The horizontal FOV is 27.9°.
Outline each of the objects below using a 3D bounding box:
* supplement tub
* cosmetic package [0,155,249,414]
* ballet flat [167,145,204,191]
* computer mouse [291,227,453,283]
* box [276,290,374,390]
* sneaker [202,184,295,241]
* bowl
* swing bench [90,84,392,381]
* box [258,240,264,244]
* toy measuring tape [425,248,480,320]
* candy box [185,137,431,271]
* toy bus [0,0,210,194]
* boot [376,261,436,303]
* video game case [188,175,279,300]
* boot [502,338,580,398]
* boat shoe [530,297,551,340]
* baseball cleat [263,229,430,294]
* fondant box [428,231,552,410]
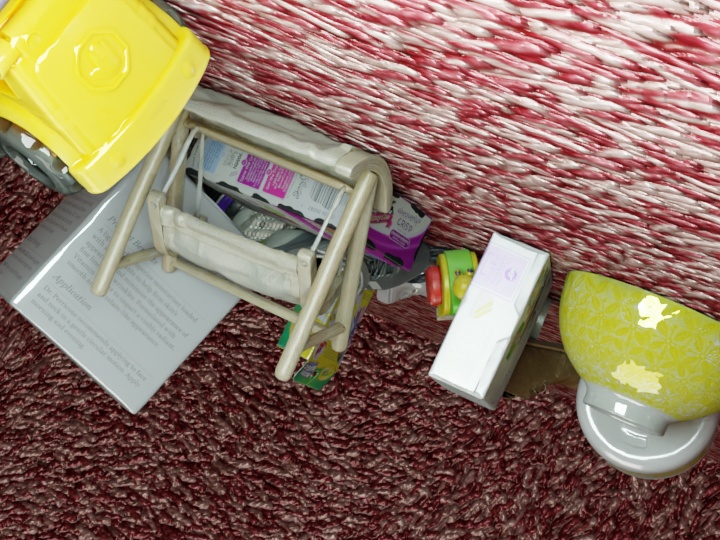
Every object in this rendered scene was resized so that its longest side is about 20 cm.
[{"bbox_3d":[0.309,0.148,1.540,0.145,0.146,0.200,23,175,16],"label":"supplement tub"},{"bbox_3d":[-0.227,0.001,1.409,0.165,0.200,0.165,47,169,-20],"label":"cosmetic package"},{"bbox_3d":[-0.191,-0.113,1.606,0.200,0.070,0.069,25,175,-22],"label":"ballet flat"},{"bbox_3d":[0.005,-0.019,1.562,0.200,0.059,0.034,5,-155,-7],"label":"computer mouse"},{"bbox_3d":[-0.030,0.037,1.658,0.048,0.200,0.117,22,175,18],"label":"box"},{"bbox_3d":[-0.106,-0.082,1.572,0.100,0.070,0.200,47,-165,17],"label":"sneaker"},{"bbox_3d":[0.262,0.089,1.333,0.200,0.108,0.200,23,176,2],"label":"bowl"},{"bbox_3d":[-0.093,-0.045,1.222,0.199,0.200,0.130,24,-161,18],"label":"swing bench"},{"bbox_3d":[-0.076,-0.037,1.736,0.200,0.048,0.122,29,-159,-47],"label":"box"},{"bbox_3d":[0.100,0.015,1.542,0.073,0.074,0.200,24,175,-1],"label":"toy measuring tape"},{"bbox_3d":[-0.050,-0.073,1.365,0.200,0.061,0.136,21,175,30],"label":"candy box"},{"bbox_3d":[-0.227,-0.161,0.917,0.200,0.136,0.192,23,163,42],"label":"toy bus"},{"bbox_3d":[0.074,0.017,1.705,0.095,0.074,0.200,23,178,6],"label":"boot"},{"bbox_3d":[-0.178,-0.069,1.689,0.181,0.025,0.200,30,-157,-46],"label":"video game case"},{"bbox_3d":[0.184,0.113,1.585,0.200,0.076,0.074,19,154,-33],"label":"boot"},{"bbox_3d":[0.171,0.056,1.678,0.060,0.072,0.201,21,168,0],"label":"boat shoe"},{"bbox_3d":[0.000,0.000,1.460,0.200,0.070,0.106,-2,-158,-31],"label":"baseball cleat"},{"bbox_3d":[0.128,0.053,1.379,0.058,0.145,0.200,24,176,10],"label":"fondant box"}]
